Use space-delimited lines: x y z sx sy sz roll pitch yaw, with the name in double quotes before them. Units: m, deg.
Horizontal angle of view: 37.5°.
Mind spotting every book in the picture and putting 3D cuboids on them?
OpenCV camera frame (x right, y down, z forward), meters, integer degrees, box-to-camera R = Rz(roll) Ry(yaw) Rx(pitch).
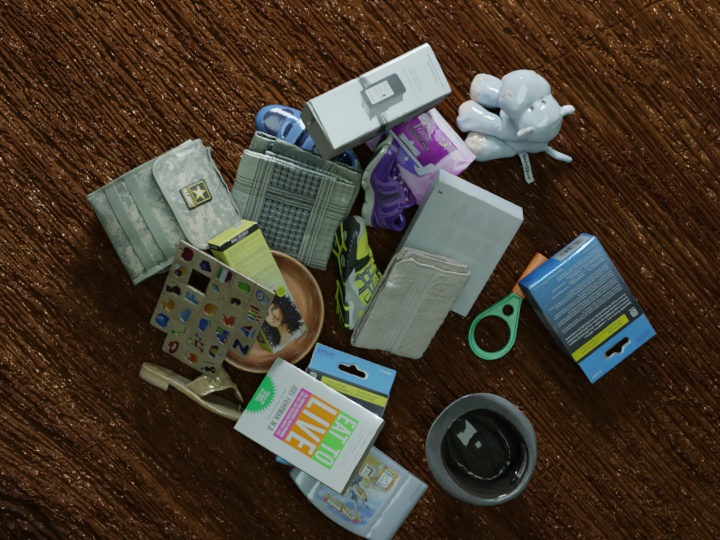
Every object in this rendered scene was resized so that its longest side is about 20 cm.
"book" -0.079 0.242 1.655 0.199 0.048 0.134 28 78 15

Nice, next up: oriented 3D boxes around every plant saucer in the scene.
"plant saucer" -0.159 0.066 1.729 0.199 0.037 0.202 0 94 -5

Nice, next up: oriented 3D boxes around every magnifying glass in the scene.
"magnifying glass" 0.251 0.059 1.775 0.079 0.022 0.201 34 91 -5

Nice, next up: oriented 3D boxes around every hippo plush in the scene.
"hippo plush" 0.247 -0.234 1.694 0.159 0.161 0.201 -28 94 -4

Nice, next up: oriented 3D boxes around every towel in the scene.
"towel" 0.081 0.057 1.696 0.132 0.035 0.201 14 121 -22
"towel" -0.112 -0.106 1.689 0.191 0.035 0.201 20 119 -5

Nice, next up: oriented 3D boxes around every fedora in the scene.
"fedora" 0.193 0.287 1.740 0.200 0.090 0.177 39 90 -11

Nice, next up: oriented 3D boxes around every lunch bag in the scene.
"lunch bag" -0.297 -0.094 1.663 0.199 0.118 0.165 -27 94 7

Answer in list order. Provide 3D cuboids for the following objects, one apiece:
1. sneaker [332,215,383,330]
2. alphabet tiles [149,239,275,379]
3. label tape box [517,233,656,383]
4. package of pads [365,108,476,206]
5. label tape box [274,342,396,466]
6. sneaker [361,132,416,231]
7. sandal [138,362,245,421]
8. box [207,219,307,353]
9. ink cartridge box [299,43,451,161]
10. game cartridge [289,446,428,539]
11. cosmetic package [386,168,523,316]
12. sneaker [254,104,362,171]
"sneaker" 0.000 0.000 1.709 0.076 0.075 0.201 -9 123 -16
"alphabet tiles" -0.236 0.072 1.638 0.167 0.008 0.201 29 120 5
"label tape box" 0.375 0.062 1.758 0.144 0.063 0.201 -36 102 -6
"package of pads" 0.080 -0.217 1.713 0.120 0.076 0.200 -40 94 17
"label tape box" -0.042 0.233 1.732 0.142 0.066 0.201 19 88 -7
"sneaker" 0.051 -0.137 1.672 0.083 0.200 0.081 19 58 13
"sandal" -0.248 0.177 1.706 0.211 0.078 0.070 23 96 0
"box" -0.158 0.026 1.647 0.075 0.050 0.201 -35 114 -23
"ink cartridge box" 0.019 -0.247 1.583 0.199 0.145 0.084 -27 92 -7
"game cartridge" -0.007 0.342 1.692 0.200 0.042 0.134 36 84 -8
"cosmetic package" 0.148 -0.042 1.704 0.150 0.052 0.201 24 117 -9
"sneaker" -0.080 -0.205 1.707 0.199 0.082 0.074 31 91 -4
